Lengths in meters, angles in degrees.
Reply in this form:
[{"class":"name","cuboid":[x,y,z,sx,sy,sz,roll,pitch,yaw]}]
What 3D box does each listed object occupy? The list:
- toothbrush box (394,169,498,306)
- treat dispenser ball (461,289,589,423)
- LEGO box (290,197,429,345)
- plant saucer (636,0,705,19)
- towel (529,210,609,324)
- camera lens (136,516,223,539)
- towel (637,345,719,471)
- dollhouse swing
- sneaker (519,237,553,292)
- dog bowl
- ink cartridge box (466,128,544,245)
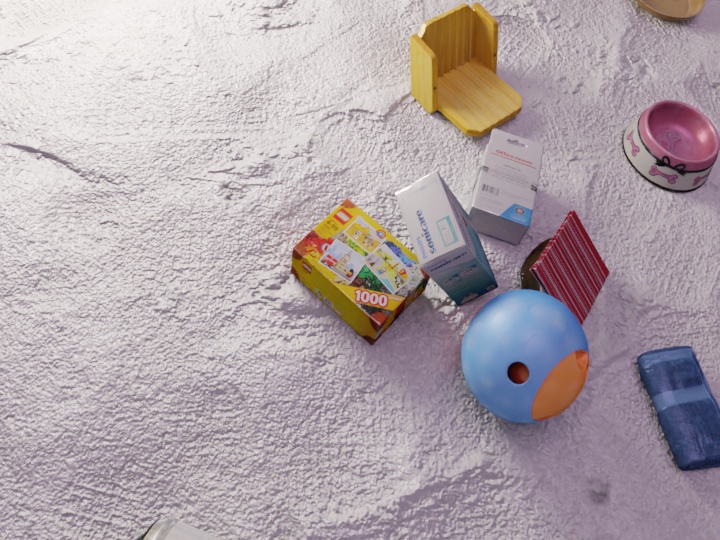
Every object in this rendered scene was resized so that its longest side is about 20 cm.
[{"class":"toothbrush box","cuboid":[0.146,-0.049,1.229,0.084,0.200,0.150,-26,60,16]},{"class":"treat dispenser ball","cuboid":[0.254,0.133,1.142,0.195,0.203,0.206,4,58,-7]},{"class":"LEGO box","cuboid":[0.000,0.000,1.252,0.199,0.078,0.149,40,61,14]},{"class":"plant saucer","cuboid":[0.749,-0.682,1.814,0.194,0.036,0.205,4,59,-7]},{"class":"towel","cuboid":[0.371,0.001,1.294,0.146,0.022,0.200,55,48,-12]},{"class":"camera lens","cuboid":[-0.204,0.418,0.917,0.195,0.161,0.163,22,58,4]},{"class":"towel","cuboid":[0.544,0.226,1.228,0.108,0.049,0.205,-5,61,-12]},{"class":"dollhouse swing","cuboid":[0.228,-0.409,1.492,0.198,0.185,0.175,-31,48,-25]},{"class":"sneaker","cuboid":[0.329,0.033,1.309,0.085,0.072,0.203,44,48,-21]},{"class":"dog bowl","cuboid":[0.652,-0.267,1.527,0.194,0.074,0.205,5,59,-8]},{"class":"ink cartridge box","cuboid":[0.276,-0.162,1.402,0.113,0.067,0.204,19,58,2]}]
